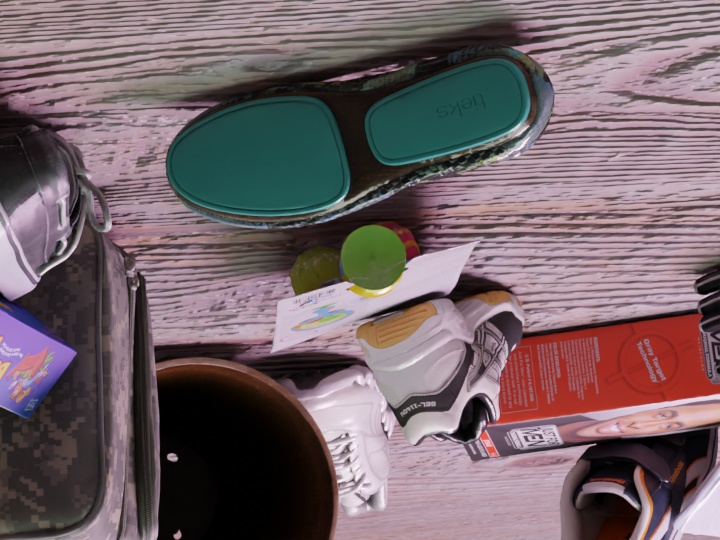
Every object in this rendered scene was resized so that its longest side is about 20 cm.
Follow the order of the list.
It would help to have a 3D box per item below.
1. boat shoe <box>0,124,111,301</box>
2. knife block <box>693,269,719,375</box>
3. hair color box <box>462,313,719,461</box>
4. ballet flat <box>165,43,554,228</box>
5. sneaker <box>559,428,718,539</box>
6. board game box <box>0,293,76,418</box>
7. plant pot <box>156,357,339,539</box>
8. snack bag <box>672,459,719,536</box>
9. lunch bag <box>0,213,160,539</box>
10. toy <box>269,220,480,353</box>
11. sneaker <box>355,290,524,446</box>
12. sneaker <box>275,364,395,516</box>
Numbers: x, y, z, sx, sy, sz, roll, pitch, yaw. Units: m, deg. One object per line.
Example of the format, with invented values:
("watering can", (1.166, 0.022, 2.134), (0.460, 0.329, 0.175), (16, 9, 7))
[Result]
("boat shoe", (-0.164, -0.037, 1.397), (0.068, 0.074, 0.199), (-25, 171, -5))
("knife block", (0.305, 0.000, 1.734), (0.064, 0.175, 0.200), (12, 111, -50))
("hair color box", (0.163, 0.079, 1.917), (0.199, 0.061, 0.102), (-9, 163, 8))
("ballet flat", (0.004, -0.063, 1.381), (0.199, 0.074, 0.074), (-9, 164, 20))
("sneaker", (0.194, 0.144, 1.971), (0.078, 0.200, 0.079), (-4, 140, 33))
("board game box", (-0.238, -0.001, 1.391), (0.045, 0.134, 0.200), (-53, 157, -1))
("plant pot", (-0.125, 0.155, 1.911), (0.186, 0.188, 0.200), (-2, 177, -12))
("snack bag", (0.313, 0.118, 1.983), (0.200, 0.021, 0.189), (9, 121, -52))
("lunch bag", (-0.180, 0.076, 1.554), (0.139, 0.201, 0.168), (-6, 160, 8))
("toy", (0.000, 0.000, 1.601), (0.115, 0.047, 0.200), (-17, 175, -6))
("sneaker", (0.055, 0.064, 1.729), (0.075, 0.088, 0.200), (-20, 176, 22))
("sneaker", (-0.011, 0.117, 1.953), (0.075, 0.081, 0.200), (-7, 162, 11))
